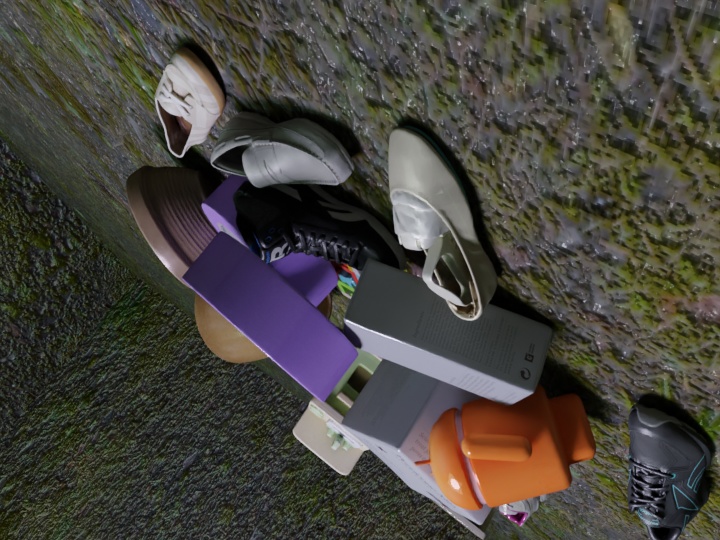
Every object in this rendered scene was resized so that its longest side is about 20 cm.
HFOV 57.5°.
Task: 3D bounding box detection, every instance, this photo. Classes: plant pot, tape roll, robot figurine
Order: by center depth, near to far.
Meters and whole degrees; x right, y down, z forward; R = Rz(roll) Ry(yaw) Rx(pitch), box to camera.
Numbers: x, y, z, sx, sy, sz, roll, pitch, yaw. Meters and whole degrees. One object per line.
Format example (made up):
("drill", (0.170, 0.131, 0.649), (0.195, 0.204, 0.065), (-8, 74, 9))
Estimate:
("tape roll", (-0.095, 0.050, 0.700), (0.198, 0.066, 0.200), (39, 170, 8))
("robot figurine", (0.160, 0.198, 0.737), (0.144, 0.195, 0.120), (-67, -44, -69))
("tape roll", (-0.119, -0.033, 0.869), (0.200, 0.066, 0.201), (43, 168, 11))
("plant pot", (-0.249, -0.080, 0.978), (0.204, 0.091, 0.201), (60, -173, -12))
("plant pot", (-0.142, 0.058, 1.064), (0.197, 0.189, 0.187), (-5, 137, 47))

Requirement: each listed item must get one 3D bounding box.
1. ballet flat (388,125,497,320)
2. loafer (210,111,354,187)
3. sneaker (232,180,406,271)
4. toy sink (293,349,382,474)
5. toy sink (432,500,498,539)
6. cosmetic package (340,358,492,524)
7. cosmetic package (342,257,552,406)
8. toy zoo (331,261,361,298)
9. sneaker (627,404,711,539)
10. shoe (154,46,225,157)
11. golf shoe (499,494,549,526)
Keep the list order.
("ballet flat", (0.067, -0.028, 0.562), (0.069, 0.070, 0.201), (19, 154, 46))
("loafer", (-0.083, -0.111, 0.655), (0.197, 0.070, 0.070), (20, 156, 48))
("sneaker", (-0.054, -0.029, 0.711), (0.198, 0.112, 0.074), (36, 146, 11))
("toy sink", (-0.015, 0.236, 1.150), (0.129, 0.202, 0.112), (36, 164, 5))
("toy sink", (0.248, 0.521, 1.505), (0.129, 0.113, 0.201), (33, 167, 14))
("cosmetic package", (0.105, 0.210, 0.915), (0.164, 0.167, 0.199), (42, 163, -15))
("cosmetic package", (0.083, 0.066, 0.673), (0.195, 0.076, 0.102), (22, 162, 5))
("toy zoo", (0.000, 0.000, 0.850), (0.129, 0.021, 0.202), (28, 160, 32))
("sneaker", (0.304, 0.209, 0.653), (0.074, 0.080, 0.201), (18, 152, 47))
("shoe", (-0.195, -0.181, 0.740), (0.069, 0.054, 0.200), (39, 163, -5))
("golf shoe", (0.261, 0.366, 1.120), (0.074, 0.092, 0.201), (18, 152, 50))
